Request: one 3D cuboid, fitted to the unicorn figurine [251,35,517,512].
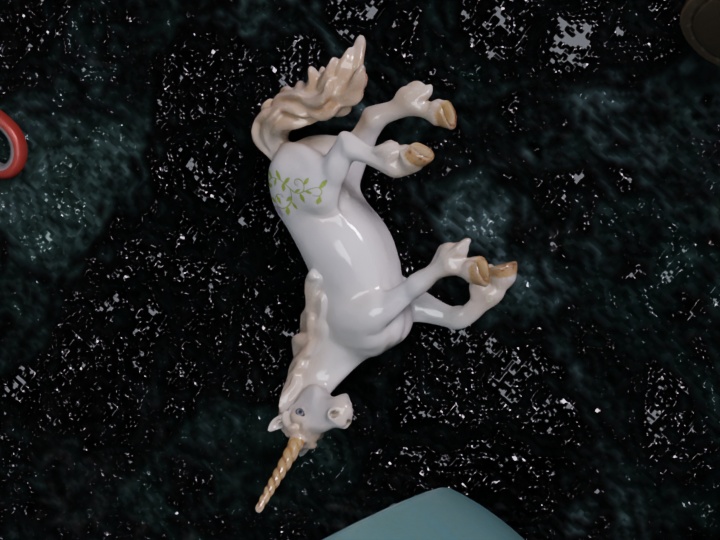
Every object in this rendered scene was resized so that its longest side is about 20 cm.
[{"bbox_3d":[0.000,0.000,0.997,0.137,0.074,0.202,-20,79,30],"label":"unicorn figurine"}]

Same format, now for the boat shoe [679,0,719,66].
[{"bbox_3d":[0.233,-0.144,0.892,0.199,0.068,0.072,-16,130,37],"label":"boat shoe"}]

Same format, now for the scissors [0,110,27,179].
[{"bbox_3d":[-0.266,-0.090,1.094,0.199,0.014,0.074,31,110,12],"label":"scissors"}]

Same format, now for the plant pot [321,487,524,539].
[{"bbox_3d":[0.023,0.199,0.959,0.200,0.200,0.162,-31,78,21],"label":"plant pot"}]
